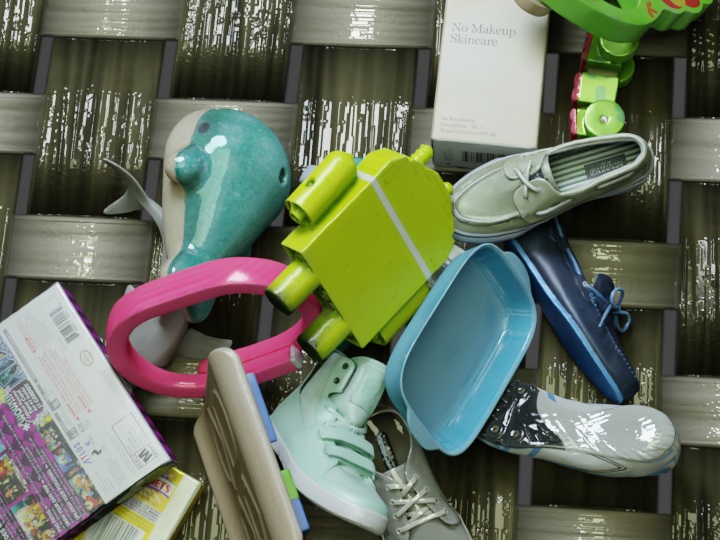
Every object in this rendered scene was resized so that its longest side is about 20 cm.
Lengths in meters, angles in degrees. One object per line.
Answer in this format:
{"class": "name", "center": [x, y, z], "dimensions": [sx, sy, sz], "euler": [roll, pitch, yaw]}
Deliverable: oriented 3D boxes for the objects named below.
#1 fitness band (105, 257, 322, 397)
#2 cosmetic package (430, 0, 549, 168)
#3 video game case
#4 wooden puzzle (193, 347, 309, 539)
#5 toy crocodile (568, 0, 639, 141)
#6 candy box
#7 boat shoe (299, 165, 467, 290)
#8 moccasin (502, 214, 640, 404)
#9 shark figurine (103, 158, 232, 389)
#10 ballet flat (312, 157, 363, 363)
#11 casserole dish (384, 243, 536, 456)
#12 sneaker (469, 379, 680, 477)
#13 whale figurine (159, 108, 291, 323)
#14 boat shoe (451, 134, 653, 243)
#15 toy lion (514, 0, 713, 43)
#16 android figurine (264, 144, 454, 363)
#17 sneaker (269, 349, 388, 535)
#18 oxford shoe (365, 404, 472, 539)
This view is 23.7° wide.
{"class": "fitness band", "center": [-0.129, 0.053, 1.509], "dimensions": [0.198, 0.144, 0.038], "euler": [-19, 49, 20]}
{"class": "cosmetic package", "center": [0.126, -0.200, 1.625], "dimensions": [0.102, 0.073, 0.202], "euler": [4, 74, 5]}
{"class": "video game case", "center": [-0.290, 0.143, 1.544], "dimensions": [0.181, 0.036, 0.201], "euler": [-36, 75, 0]}
{"class": "wooden puzzle", "center": [-0.089, 0.177, 1.470], "dimensions": [0.046, 0.200, 0.187], "euler": [-16, 71, -17]}
{"class": "toy crocodile", "center": [0.223, -0.171, 1.609], "dimensions": [0.061, 0.068, 0.202], "euler": [11, 74, 8]}
{"class": "candy box", "center": [-0.251, 0.191, 1.562], "dimensions": [0.199, 0.026, 0.103], "euler": [28, 77, 13]}
{"class": "boat shoe", "center": [0.022, -0.028, 1.583], "dimensions": [0.199, 0.072, 0.062], "euler": [31, 82, 12]}
{"class": "moccasin", "center": [0.201, 0.023, 1.547], "dimensions": [0.068, 0.081, 0.201], "euler": [-28, 73, -9]}
{"class": "shark figurine", "center": [-0.185, 0.005, 1.584], "dimensions": [0.127, 0.090, 0.217], "euler": [-1, 75, 3]}
{"class": "ballet flat", "center": [0.000, 0.000, 1.537], "dimensions": [0.070, 0.067, 0.202], "euler": [9, 109, 8]}
{"class": "casserole dish", "center": [0.085, 0.068, 1.508], "dimensions": [0.039, 0.121, 0.201], "euler": [2, 49, 45]}
{"class": "sneaker", "center": [0.185, 0.147, 1.520], "dimensions": [0.198, 0.073, 0.072], "euler": [9, 57, 22]}
{"class": "whale figurine", "center": [-0.123, -0.053, 1.556], "dimensions": [0.103, 0.160, 0.201], "euler": [-2, 54, 20]}
{"class": "boat shoe", "center": [0.162, -0.082, 1.523], "dimensions": [0.198, 0.062, 0.073], "euler": [-20, 74, 5]}
{"class": "toy lion", "center": [0.243, -0.282, 1.596], "dimensions": [0.191, 0.069, 0.201], "euler": [29, 45, -13]}
{"class": "android figurine", "center": [0.007, -0.021, 1.469], "dimensions": [0.200, 0.183, 0.041], "euler": [-48, 39, -17]}
{"class": "sneaker", "center": [-0.010, 0.136, 1.465], "dimensions": [0.119, 0.073, 0.200], "euler": [-55, 34, 6]}
{"class": "oxford shoe", "center": [0.045, 0.208, 1.515], "dimensions": [0.075, 0.058, 0.201], "euler": [-24, 74, -4]}
